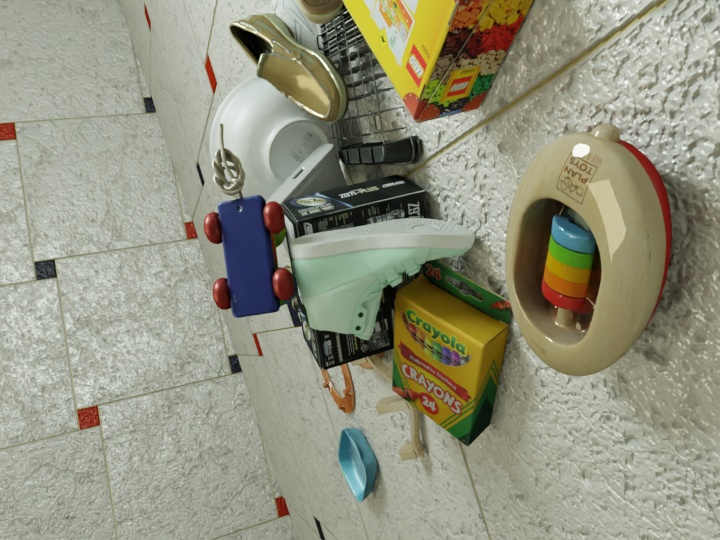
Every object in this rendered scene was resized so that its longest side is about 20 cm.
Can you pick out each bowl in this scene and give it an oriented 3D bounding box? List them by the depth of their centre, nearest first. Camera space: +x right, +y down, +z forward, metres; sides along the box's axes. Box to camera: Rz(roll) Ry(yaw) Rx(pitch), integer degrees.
[{"bbox_3d":[-0.101,-0.169,0.810,0.090,0.199,0.203,36,139,52],"label":"bowl"}]

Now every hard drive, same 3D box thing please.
[{"bbox_3d":[-0.051,-0.054,0.806,0.026,0.132,0.201,16,144,32],"label":"hard drive"}]

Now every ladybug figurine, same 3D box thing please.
[{"bbox_3d":[0.171,-0.013,0.431,0.136,0.071,0.202,51,150,45],"label":"ladybug figurine"}]

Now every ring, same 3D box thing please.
[{"bbox_3d":[-0.064,0.216,1.260,0.201,0.019,0.202,51,151,43],"label":"ring"}]

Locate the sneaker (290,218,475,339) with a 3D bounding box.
[{"bbox_3d":[0.029,0.011,0.639,0.074,0.198,0.120,-97,0,-73],"label":"sneaker"}]

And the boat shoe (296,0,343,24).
[{"bbox_3d":[-0.052,-0.360,0.689,0.065,0.071,0.202,100,163,-63],"label":"boat shoe"}]

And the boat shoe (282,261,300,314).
[{"bbox_3d":[-0.088,0.050,1.001,0.200,0.065,0.074,35,152,49],"label":"boat shoe"}]

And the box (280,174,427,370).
[{"bbox_3d":[0.000,0.000,0.729,0.086,0.162,0.202,-134,32,-60],"label":"box"}]

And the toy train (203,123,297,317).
[{"bbox_3d":[-0.116,-0.053,0.650,0.116,0.084,0.203,5,-104,-81],"label":"toy train"}]

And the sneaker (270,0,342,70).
[{"bbox_3d":[-0.093,-0.356,0.799,0.075,0.086,0.202,132,119,-67],"label":"sneaker"}]

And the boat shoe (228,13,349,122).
[{"bbox_3d":[-0.097,-0.250,0.721,0.200,0.076,0.072,46,134,26],"label":"boat shoe"}]

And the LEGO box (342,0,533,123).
[{"bbox_3d":[0.055,-0.263,0.517,0.201,0.076,0.149,64,157,21],"label":"LEGO box"}]

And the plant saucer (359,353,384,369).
[{"bbox_3d":[-0.005,0.065,0.974,0.200,0.037,0.202,48,148,45],"label":"plant saucer"}]

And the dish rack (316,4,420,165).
[{"bbox_3d":[0.003,-0.227,0.712,0.153,0.054,0.202,18,121,63],"label":"dish rack"}]

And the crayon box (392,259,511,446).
[{"bbox_3d":[0.099,0.094,0.675,0.126,0.051,0.202,31,136,36],"label":"crayon box"}]

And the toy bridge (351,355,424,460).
[{"bbox_3d":[0.055,0.209,0.906,0.067,0.027,0.201,-21,100,36],"label":"toy bridge"}]

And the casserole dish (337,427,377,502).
[{"bbox_3d":[-0.005,0.412,1.237,0.122,0.038,0.201,57,153,36],"label":"casserole dish"}]
